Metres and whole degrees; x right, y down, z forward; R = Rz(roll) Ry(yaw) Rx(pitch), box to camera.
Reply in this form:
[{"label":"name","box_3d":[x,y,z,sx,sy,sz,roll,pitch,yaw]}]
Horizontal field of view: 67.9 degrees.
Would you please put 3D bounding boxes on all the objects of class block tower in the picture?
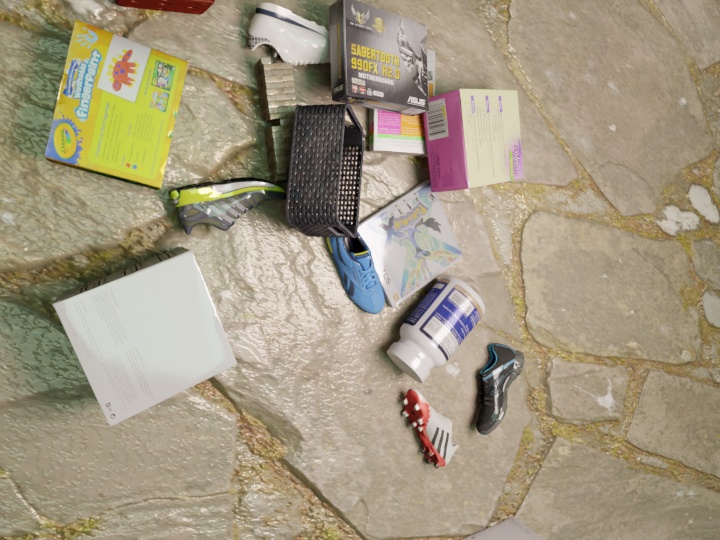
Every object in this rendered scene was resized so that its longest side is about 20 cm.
[{"label":"block tower","box_3d":[-0.140,-0.263,0.940,0.057,0.054,0.205,-12,100,-24]}]

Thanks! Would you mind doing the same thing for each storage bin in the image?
[{"label":"storage bin","box_3d":[-0.057,-0.166,0.915,0.092,0.135,0.205,1,81,14]}]

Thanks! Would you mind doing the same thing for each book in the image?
[{"label":"book","box_3d":[0.081,-0.331,1.044,0.131,0.048,0.205,0,93,-23]}]

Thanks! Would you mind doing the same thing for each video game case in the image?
[{"label":"video game case","box_3d":[0.101,-0.055,1.088,0.198,0.022,0.185,-33,107,-19]}]

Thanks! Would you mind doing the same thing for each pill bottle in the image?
[{"label":"pill bottle","box_3d":[0.150,0.119,1.075,0.200,0.115,0.116,-47,111,-14]}]

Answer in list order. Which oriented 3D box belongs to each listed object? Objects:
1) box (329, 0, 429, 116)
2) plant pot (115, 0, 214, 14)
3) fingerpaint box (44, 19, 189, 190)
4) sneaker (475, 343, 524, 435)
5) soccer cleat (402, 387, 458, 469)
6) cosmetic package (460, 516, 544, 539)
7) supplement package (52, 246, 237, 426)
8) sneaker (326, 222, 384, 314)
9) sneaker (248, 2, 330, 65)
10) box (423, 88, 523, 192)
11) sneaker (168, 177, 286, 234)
[{"label":"box","box_3d":[0.037,-0.373,0.952,0.197,0.048,0.162,-2,92,-39]},{"label":"plant pot","box_3d":[-0.293,-0.485,0.782,0.196,0.200,0.180,-6,108,-24]},{"label":"fingerpaint box","box_3d":[-0.371,-0.245,0.823,0.164,0.073,0.205,12,89,-26]},{"label":"sneaker","box_3d":[0.290,0.261,1.188,0.081,0.073,0.203,25,78,-8]},{"label":"soccer cleat","box_3d":[0.150,0.321,1.124,0.085,0.068,0.203,-33,110,-28]},{"label":"cosmetic package","box_3d":[0.325,0.667,1.158,0.196,0.199,0.126,-9,99,-24]},{"label":"supplement package","box_3d":[-0.328,0.089,0.831,0.197,0.146,0.195,-24,104,-21]},{"label":"sneaker","box_3d":[0.000,0.000,1.016,0.065,0.078,0.203,-32,108,-21]},{"label":"sneaker","box_3d":[-0.100,-0.397,0.946,0.196,0.076,0.082,14,102,-22]},{"label":"box","box_3d":[0.226,-0.257,1.059,0.198,0.096,0.180,-16,102,-41]},{"label":"sneaker","box_3d":[-0.221,-0.113,0.915,0.196,0.074,0.083,-10,108,-18]}]
